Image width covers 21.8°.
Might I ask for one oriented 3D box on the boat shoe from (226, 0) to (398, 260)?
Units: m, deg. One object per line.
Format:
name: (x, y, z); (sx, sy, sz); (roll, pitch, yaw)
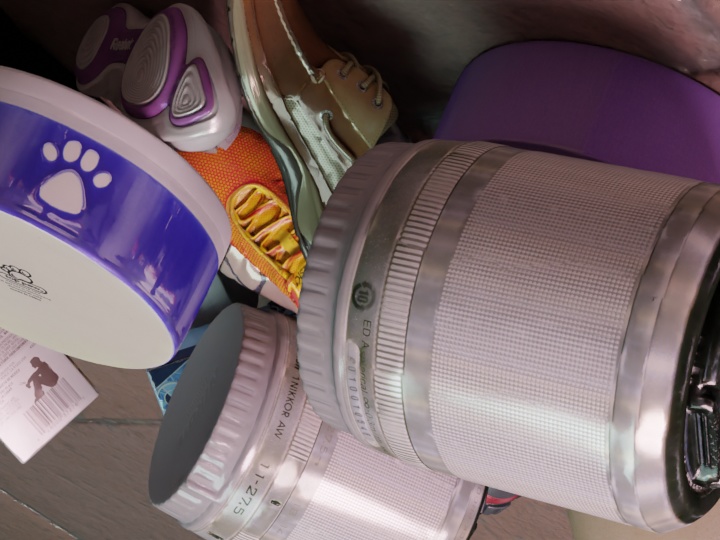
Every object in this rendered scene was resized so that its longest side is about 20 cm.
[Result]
boat shoe: (-0.016, -0.085, 1.017); (0.073, 0.076, 0.202); (-15, 116, 9)

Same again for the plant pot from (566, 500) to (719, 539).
plant pot: (0.199, 0.100, 1.145); (0.135, 0.199, 0.200); (58, 161, 11)

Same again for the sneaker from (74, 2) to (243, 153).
sneaker: (-0.095, -0.105, 1.068); (0.099, 0.075, 0.200); (28, -176, -27)

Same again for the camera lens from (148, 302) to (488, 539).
camera lens: (-0.023, 0.127, 1.251); (0.199, 0.161, 0.160); (25, 159, -17)

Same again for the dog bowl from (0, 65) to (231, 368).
dog bowl: (-0.177, -0.027, 1.051); (0.198, 0.079, 0.200); (20, 157, 9)

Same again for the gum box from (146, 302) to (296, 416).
gum box: (-0.045, 0.121, 1.360); (0.168, 0.045, 0.202); (-17, 117, 2)

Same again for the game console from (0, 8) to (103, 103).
game console: (-0.261, -0.111, 1.203); (0.116, 0.177, 0.200); (-24, 135, 25)

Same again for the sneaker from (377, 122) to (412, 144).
sneaker: (0.008, -0.048, 1.117); (0.074, 0.082, 0.201); (-24, 120, 12)

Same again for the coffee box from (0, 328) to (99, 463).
coffee box: (-0.292, 0.034, 1.361); (0.200, 0.080, 0.113); (52, 168, -19)

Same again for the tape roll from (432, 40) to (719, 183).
tape roll: (0.133, -0.039, 1.019); (0.198, 0.066, 0.200); (21, 159, 9)

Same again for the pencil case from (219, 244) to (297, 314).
pencil case: (0.000, 0.000, 1.230); (0.198, 0.090, 0.078); (26, -174, -3)

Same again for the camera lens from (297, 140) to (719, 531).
camera lens: (0.090, 0.027, 0.890); (0.198, 0.161, 0.160); (12, 155, 26)

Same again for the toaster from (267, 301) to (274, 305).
toaster: (-0.044, 0.102, 1.460); (0.128, 0.115, 0.200); (25, 154, -13)

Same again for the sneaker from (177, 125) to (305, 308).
sneaker: (-0.038, -0.021, 1.150); (0.200, 0.073, 0.077); (42, -176, -2)

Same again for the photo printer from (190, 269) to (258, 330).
photo printer: (-0.164, 0.000, 1.349); (0.164, 0.070, 0.200); (-3, 155, 9)

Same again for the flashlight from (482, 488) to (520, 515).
flashlight: (0.118, 0.133, 1.424); (0.067, 0.069, 0.200); (0, 160, -12)
